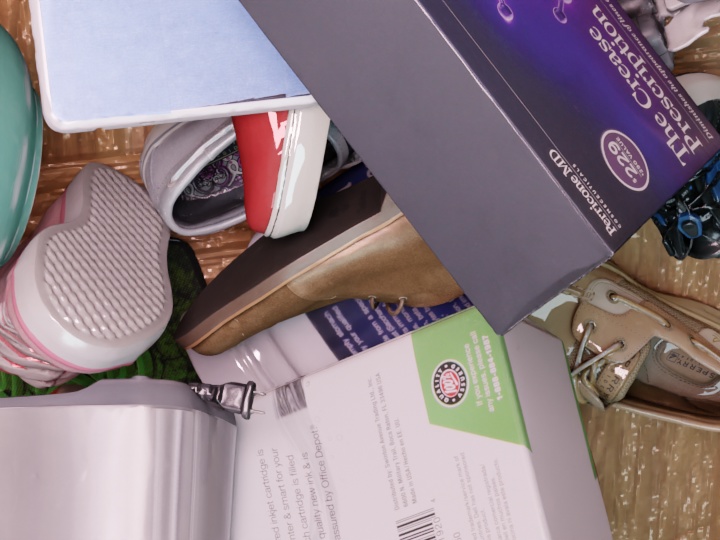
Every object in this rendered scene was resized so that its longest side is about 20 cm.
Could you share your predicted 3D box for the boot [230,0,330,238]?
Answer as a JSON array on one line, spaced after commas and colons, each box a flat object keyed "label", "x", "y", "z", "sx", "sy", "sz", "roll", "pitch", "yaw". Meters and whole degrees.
[{"label": "boot", "x": -0.085, "y": -0.115, "z": 1.273, "sx": 0.144, "sy": 0.072, "sz": 0.201, "roll": -1, "pitch": 88, "yaw": -11}]

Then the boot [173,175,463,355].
[{"label": "boot", "x": 0.000, "y": 0.000, "z": 1.307, "sx": 0.200, "sy": 0.074, "sz": 0.076, "roll": -30, "pitch": 112, "yaw": 22}]

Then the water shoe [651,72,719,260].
[{"label": "water shoe", "x": 0.166, "y": -0.047, "z": 1.354, "sx": 0.071, "sy": 0.079, "sz": 0.200, "roll": -21, "pitch": 169, "yaw": 23}]

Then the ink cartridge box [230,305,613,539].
[{"label": "ink cartridge box", "x": 0.010, "y": 0.122, "z": 1.319, "sx": 0.200, "sy": 0.147, "sz": 0.084, "roll": -22, "pitch": 156, "yaw": 23}]

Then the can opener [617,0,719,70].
[{"label": "can opener", "x": 0.122, "y": -0.124, "z": 1.294, "sx": 0.199, "sy": 0.053, "sz": 0.067, "roll": -22, "pitch": 127, "yaw": 11}]

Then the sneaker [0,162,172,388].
[{"label": "sneaker", "x": -0.146, "y": 0.025, "z": 1.316, "sx": 0.075, "sy": 0.200, "sz": 0.105, "roll": 37, "pitch": 107, "yaw": -11}]

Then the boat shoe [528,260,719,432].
[{"label": "boat shoe", "x": 0.131, "y": 0.038, "z": 1.475, "sx": 0.199, "sy": 0.065, "sz": 0.071, "roll": 15, "pitch": 121, "yaw": -22}]

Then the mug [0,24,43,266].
[{"label": "mug", "x": -0.219, "y": -0.040, "z": 1.281, "sx": 0.114, "sy": 0.152, "sz": 0.185, "roll": 10, "pitch": 119, "yaw": -22}]

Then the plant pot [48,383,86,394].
[{"label": "plant pot", "x": -0.163, "y": 0.170, "z": 1.428, "sx": 0.177, "sy": 0.201, "sz": 0.200, "roll": -46, "pitch": 123, "yaw": 8}]

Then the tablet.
[{"label": "tablet", "x": -0.089, "y": -0.167, "z": 1.236, "sx": 0.130, "sy": 0.014, "sz": 0.201, "roll": -7, "pitch": 87, "yaw": -8}]

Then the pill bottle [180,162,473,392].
[{"label": "pill bottle", "x": 0.011, "y": 0.003, "z": 1.393, "sx": 0.200, "sy": 0.111, "sz": 0.111, "roll": -33, "pitch": 126, "yaw": 11}]

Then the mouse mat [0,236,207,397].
[{"label": "mouse mat", "x": -0.139, "y": 0.080, "z": 1.479, "sx": 0.160, "sy": 0.008, "sz": 0.200, "roll": -20, "pitch": 126, "yaw": 1}]

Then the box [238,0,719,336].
[{"label": "box", "x": 0.052, "y": -0.092, "z": 1.202, "sx": 0.079, "sy": 0.141, "sz": 0.200, "roll": -37, "pitch": 92, "yaw": 38}]

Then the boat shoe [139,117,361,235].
[{"label": "boat shoe", "x": -0.015, "y": -0.075, "z": 1.355, "sx": 0.200, "sy": 0.072, "sz": 0.070, "roll": -28, "pitch": 126, "yaw": 7}]

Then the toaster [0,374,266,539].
[{"label": "toaster", "x": -0.136, "y": 0.121, "z": 1.285, "sx": 0.199, "sy": 0.130, "sz": 0.114, "roll": -3, "pitch": 169, "yaw": 15}]
